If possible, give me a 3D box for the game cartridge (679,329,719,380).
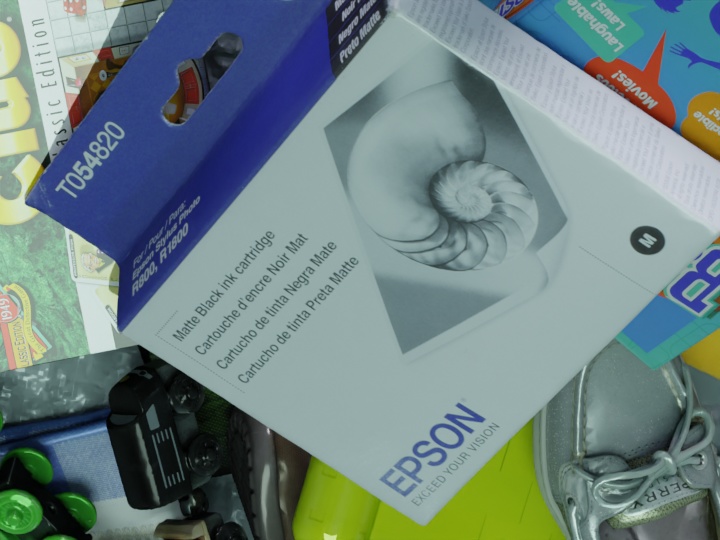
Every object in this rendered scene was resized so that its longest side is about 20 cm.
[{"bbox_3d":[0.220,-0.028,1.174,0.176,0.032,0.200,25,112,-20],"label":"game cartridge"}]

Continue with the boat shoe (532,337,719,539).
[{"bbox_3d":[0.118,0.111,1.159,0.074,0.065,0.203,-13,104,-20],"label":"boat shoe"}]

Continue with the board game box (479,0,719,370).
[{"bbox_3d":[0.126,-0.066,1.055,0.152,0.045,0.200,38,128,-19],"label":"board game box"}]

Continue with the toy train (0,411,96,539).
[{"bbox_3d":[-0.142,0.112,1.229,0.056,0.042,0.200,-31,116,23],"label":"toy train"}]

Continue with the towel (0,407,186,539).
[{"bbox_3d":[-0.133,0.155,1.285,0.146,0.024,0.201,-12,119,4],"label":"towel"}]

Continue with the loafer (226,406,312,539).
[{"bbox_3d":[-0.003,0.126,1.251,0.071,0.073,0.200,-21,127,-2],"label":"loafer"}]

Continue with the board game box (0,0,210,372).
[{"bbox_3d":[-0.109,-0.066,1.126,0.104,0.023,0.201,-11,105,-3],"label":"board game box"}]

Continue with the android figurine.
[{"bbox_3d":[0.058,0.108,1.197,0.182,0.041,0.201,19,88,-20],"label":"android figurine"}]

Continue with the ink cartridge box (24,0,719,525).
[{"bbox_3d":[-0.001,-0.020,1.069,0.200,0.041,0.200,33,129,-10],"label":"ink cartridge box"}]

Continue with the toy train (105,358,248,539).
[{"bbox_3d":[-0.066,0.136,1.223,0.034,0.046,0.201,-3,106,50],"label":"toy train"}]

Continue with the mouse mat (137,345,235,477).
[{"bbox_3d":[0.000,0.000,1.211,0.199,0.008,0.161,-14,119,7],"label":"mouse mat"}]
